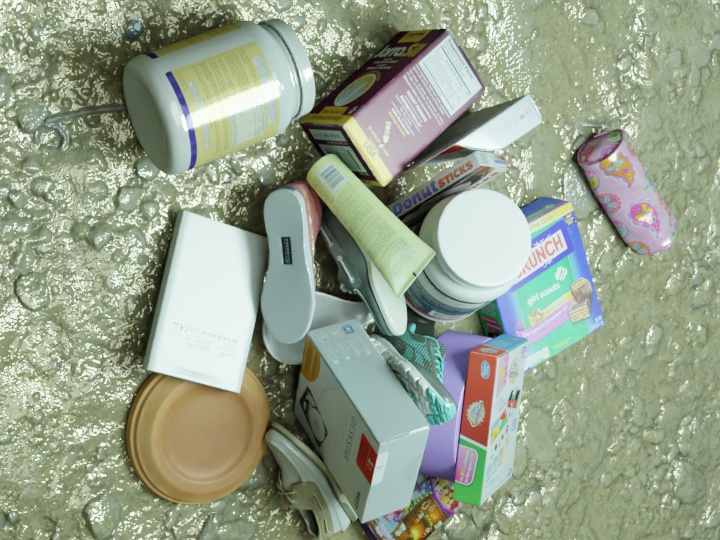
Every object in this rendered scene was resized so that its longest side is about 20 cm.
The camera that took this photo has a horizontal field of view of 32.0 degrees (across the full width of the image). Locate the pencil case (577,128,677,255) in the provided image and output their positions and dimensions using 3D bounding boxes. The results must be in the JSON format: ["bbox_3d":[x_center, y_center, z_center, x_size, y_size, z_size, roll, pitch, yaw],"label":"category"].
[{"bbox_3d":[0.403,-0.115,1.882,0.088,0.087,0.201,-46,117,-15],"label":"pencil case"}]

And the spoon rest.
[{"bbox_3d":[-0.040,0.061,1.670,0.198,0.060,0.101,-17,106,-27],"label":"spoon rest"}]

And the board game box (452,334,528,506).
[{"bbox_3d":[0.177,0.198,1.692,0.153,0.040,0.203,-13,111,-67],"label":"board game box"}]

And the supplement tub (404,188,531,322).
[{"bbox_3d":[0.130,-0.018,1.621,0.138,0.200,0.142,3,76,-13],"label":"supplement tub"}]

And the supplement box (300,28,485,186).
[{"bbox_3d":[0.042,-0.214,1.633,0.200,0.130,0.104,-44,114,-17],"label":"supplement box"}]

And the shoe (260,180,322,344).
[{"bbox_3d":[-0.082,-0.013,1.608,0.070,0.091,0.203,2,103,15],"label":"shoe"}]

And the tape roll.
[{"bbox_3d":[0.135,0.187,1.723,0.200,0.065,0.203,9,90,-68],"label":"tape roll"}]

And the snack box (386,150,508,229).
[{"bbox_3d":[0.097,-0.098,1.648,0.072,0.199,0.025,-2,66,-54],"label":"snack box"}]

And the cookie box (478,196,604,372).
[{"bbox_3d":[0.248,0.020,1.817,0.170,0.075,0.202,-27,109,-22],"label":"cookie box"}]

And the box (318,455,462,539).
[{"bbox_3d":[0.045,0.298,1.766,0.136,0.039,0.201,-39,114,-20],"label":"box"}]

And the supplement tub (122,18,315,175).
[{"bbox_3d":[-0.169,-0.214,1.506,0.198,0.145,0.147,-24,109,-24],"label":"supplement tub"}]

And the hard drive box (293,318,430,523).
[{"bbox_3d":[-0.002,0.189,1.603,0.076,0.201,0.157,-14,136,-26],"label":"hard drive box"}]

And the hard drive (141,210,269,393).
[{"bbox_3d":[-0.191,0.041,1.579,0.131,0.026,0.203,18,77,-30],"label":"hard drive"}]

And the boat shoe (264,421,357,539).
[{"bbox_3d":[-0.074,0.288,1.675,0.068,0.074,0.201,-44,120,-15],"label":"boat shoe"}]

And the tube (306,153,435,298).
[{"bbox_3d":[0.009,-0.061,1.572,0.052,0.200,0.058,-31,154,-23],"label":"tube"}]

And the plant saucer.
[{"bbox_3d":[-0.202,0.206,1.615,0.198,0.037,0.203,-5,100,-29],"label":"plant saucer"}]

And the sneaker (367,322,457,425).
[{"bbox_3d":[0.077,0.121,1.605,0.090,0.200,0.078,-24,126,-18],"label":"sneaker"}]

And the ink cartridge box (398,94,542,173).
[{"bbox_3d":[0.123,-0.158,1.669,0.199,0.162,0.057,-38,102,-20],"label":"ink cartridge box"}]

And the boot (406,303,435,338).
[{"bbox_3d":[0.083,0.044,1.740,0.073,0.076,0.203,15,77,-2],"label":"boot"}]

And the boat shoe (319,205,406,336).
[{"bbox_3d":[0.000,0.000,1.642,0.073,0.061,0.202,-3,67,-62],"label":"boat shoe"}]
